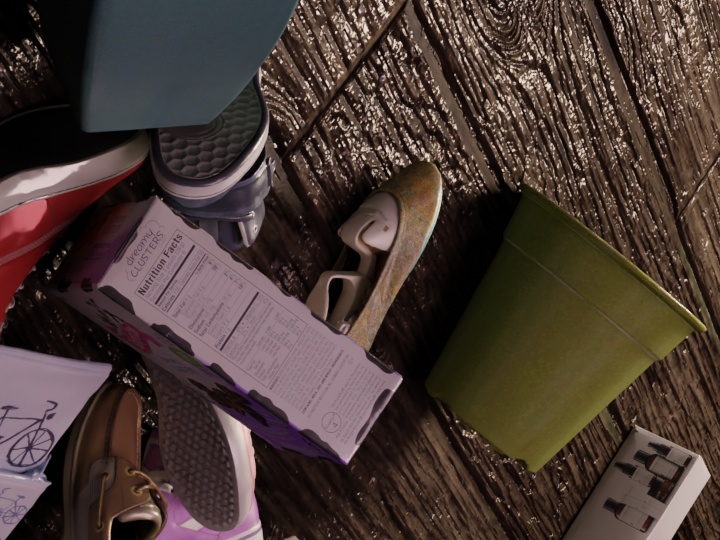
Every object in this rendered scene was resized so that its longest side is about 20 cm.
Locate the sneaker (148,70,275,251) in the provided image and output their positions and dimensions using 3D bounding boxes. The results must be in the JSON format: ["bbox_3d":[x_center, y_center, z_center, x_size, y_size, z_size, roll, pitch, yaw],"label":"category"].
[{"bbox_3d":[-0.099,-0.057,1.544,0.203,0.076,0.147,-82,178,-59],"label":"sneaker"}]

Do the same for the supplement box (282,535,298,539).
[{"bbox_3d":[-0.116,0.291,1.778,0.199,0.074,0.126,-15,143,-50],"label":"supplement box"}]

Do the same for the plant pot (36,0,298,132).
[{"bbox_3d":[-0.122,-0.186,1.401,0.140,0.142,0.201,-5,139,-26],"label":"plant pot"}]

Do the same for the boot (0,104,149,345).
[{"bbox_3d":[-0.216,-0.014,1.482,0.199,0.072,0.145,-29,135,-34],"label":"boot"}]

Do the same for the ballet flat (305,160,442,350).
[{"bbox_3d":[0.000,0.000,1.802,0.071,0.070,0.201,28,87,-57],"label":"ballet flat"}]

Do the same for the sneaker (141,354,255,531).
[{"bbox_3d":[-0.097,0.077,1.663,0.104,0.075,0.202,-30,109,-48],"label":"sneaker"}]

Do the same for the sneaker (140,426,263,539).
[{"bbox_3d":[-0.163,0.177,1.692,0.200,0.072,0.115,-24,111,-41],"label":"sneaker"}]

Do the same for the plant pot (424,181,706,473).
[{"bbox_3d":[0.157,0.062,1.970,0.190,0.200,0.200,-53,147,1],"label":"plant pot"}]

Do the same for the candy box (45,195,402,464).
[{"bbox_3d":[-0.093,0.038,1.518,0.199,0.168,0.072,36,79,-15],"label":"candy box"}]

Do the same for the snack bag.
[{"bbox_3d":[-0.261,0.125,1.494,0.200,0.021,0.188,-52,150,13],"label":"snack bag"}]

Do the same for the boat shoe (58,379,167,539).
[{"bbox_3d":[-0.167,0.171,1.607,0.074,0.066,0.202,48,43,-58],"label":"boat shoe"}]

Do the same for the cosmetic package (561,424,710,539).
[{"bbox_3d":[0.257,0.258,2.311,0.201,0.082,0.051,-56,143,-16],"label":"cosmetic package"}]
